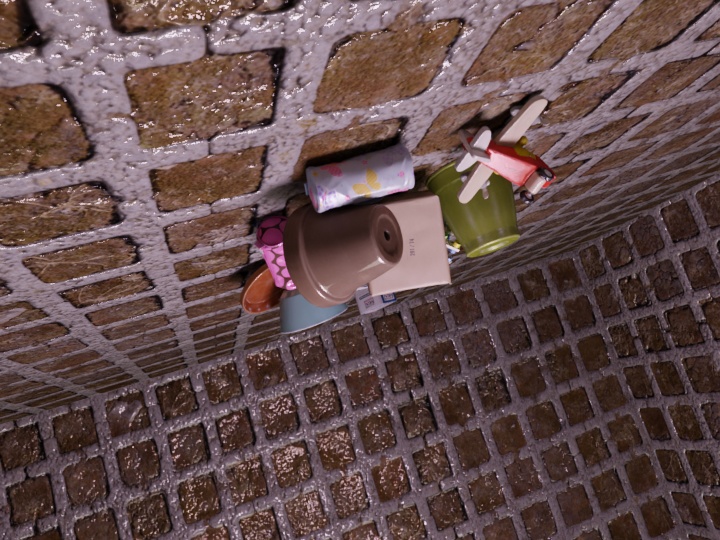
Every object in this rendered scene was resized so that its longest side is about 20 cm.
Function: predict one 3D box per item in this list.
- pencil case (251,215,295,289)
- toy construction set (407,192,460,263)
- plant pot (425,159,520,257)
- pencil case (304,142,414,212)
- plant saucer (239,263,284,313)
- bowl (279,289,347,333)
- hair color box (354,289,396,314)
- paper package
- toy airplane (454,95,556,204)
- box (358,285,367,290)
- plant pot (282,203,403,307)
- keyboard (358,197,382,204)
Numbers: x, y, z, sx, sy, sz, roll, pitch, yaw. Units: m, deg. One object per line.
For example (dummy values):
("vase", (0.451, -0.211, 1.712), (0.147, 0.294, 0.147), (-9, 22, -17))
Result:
("pencil case", (-0.169, -0.032, 1.313), (0.094, 0.090, 0.201), (-51, 154, -21))
("toy construction set", (0.153, -0.110, 1.444), (0.092, 0.199, 0.132), (-37, -161, 39))
("plant pot", (0.271, -0.141, 1.378), (0.197, 0.196, 0.201), (-17, 169, -3))
("pencil case", (-0.001, -0.168, 1.084), (0.197, 0.084, 0.091), (-17, -148, -12))
("plant saucer", (-0.243, 0.035, 1.640), (0.199, 0.032, 0.201), (-36, 156, -19))
("bowl", (-0.144, 0.086, 1.658), (0.198, 0.107, 0.201), (-20, -174, 2))
("hair color box", (0.020, 0.009, 1.681), (0.060, 0.203, 0.099), (-8, 166, -44))
("paper package", (0.093, -0.062, 1.338), (0.187, 0.204, 0.104), (-10, -166, 0))
("toy airplane", (0.269, -0.229, 1.167), (0.197, 0.143, 0.201), (-12, 133, 13))
("box", (0.000, 0.000, 1.525), (0.197, 0.042, 0.119), (-14, 145, 21))
("plant pot", (-0.018, -0.043, 1.124), (0.172, 0.204, 0.199), (-13, 174, 33))
("keyboard", (-0.035, -0.128, 1.279), (0.198, 0.021, 0.127), (-21, -165, 29))
